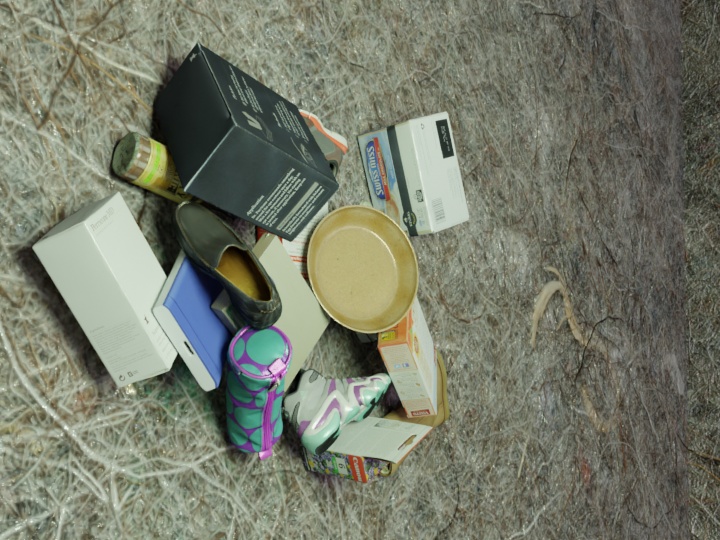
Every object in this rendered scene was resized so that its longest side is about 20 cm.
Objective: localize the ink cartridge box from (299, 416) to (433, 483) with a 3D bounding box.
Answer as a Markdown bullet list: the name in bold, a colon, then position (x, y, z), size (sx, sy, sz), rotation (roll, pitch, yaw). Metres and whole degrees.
- **ink cartridge box**: position (0.011, 0.278, 1.195), size (0.108, 0.196, 0.052), rotation (-30, 112, -46)

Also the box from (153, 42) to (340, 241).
- **box**: position (-0.158, -0.173, 1.056), size (0.198, 0.117, 0.199), rotation (26, 27, -45)

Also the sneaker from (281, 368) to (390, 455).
- **sneaker**: position (-0.050, 0.183, 1.213), size (0.140, 0.079, 0.198), rotation (42, 41, 19)

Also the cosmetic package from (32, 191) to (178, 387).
- **cosmetic package**: position (-0.295, 0.022, 0.935), size (0.114, 0.079, 0.204), rotation (-80, 149, -64)

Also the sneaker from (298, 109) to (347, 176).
- **sneaker**: position (-0.093, -0.201, 1.240), size (0.198, 0.076, 0.084), rotation (20, 76, -46)

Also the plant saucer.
- **plant saucer**: position (0.000, 0.000, 1.210), size (0.195, 0.035, 0.206), rotation (8, 73, -26)

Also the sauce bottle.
- **sauce bottle**: position (-0.242, -0.124, 1.058), size (0.198, 0.064, 0.067), rotation (22, 69, -46)

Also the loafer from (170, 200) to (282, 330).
- **loafer**: position (-0.169, -0.019, 0.981), size (0.200, 0.073, 0.073), rotation (45, 66, 7)

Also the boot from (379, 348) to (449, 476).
- **boot**: position (0.086, 0.245, 1.393), size (0.198, 0.065, 0.180), rotation (-26, 104, -47)

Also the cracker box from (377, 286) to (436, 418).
- **cracker box**: position (0.082, 0.134, 1.295), size (0.136, 0.056, 0.202), rotation (-84, 159, -45)

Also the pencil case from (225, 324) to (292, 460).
- **pencil case**: position (-0.140, 0.166, 1.043), size (0.084, 0.093, 0.203), rotation (-22, 145, -27)

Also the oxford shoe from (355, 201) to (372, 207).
- **oxford shoe**: position (0.007, -0.027, 1.349), size (0.076, 0.056, 0.204), rotation (-70, 151, -56)

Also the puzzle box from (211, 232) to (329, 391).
- **puzzle box**: position (-0.121, 0.062, 1.093), size (0.134, 0.025, 0.202), rotation (-55, 140, -26)

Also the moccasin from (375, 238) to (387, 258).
- **moccasin**: position (0.066, 0.018, 1.333), size (0.203, 0.066, 0.082), rotation (70, 27, -44)

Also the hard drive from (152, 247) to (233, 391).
- **hard drive**: position (-0.210, 0.044, 1.025), size (0.202, 0.025, 0.134), rotation (-86, 153, -59)

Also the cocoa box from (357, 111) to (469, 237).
- **cocoa box**: position (0.098, -0.171, 1.413), size (0.132, 0.129, 0.206), rotation (-21, 101, -48)

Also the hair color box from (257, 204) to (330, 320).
- **hair color box**: position (-0.105, -0.023, 1.207), size (0.110, 0.063, 0.206), rotation (7, 78, -51)

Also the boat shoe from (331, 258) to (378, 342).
- **boat shoe**: position (0.005, 0.044, 1.288), size (0.201, 0.064, 0.075), rotation (61, 24, -47)
